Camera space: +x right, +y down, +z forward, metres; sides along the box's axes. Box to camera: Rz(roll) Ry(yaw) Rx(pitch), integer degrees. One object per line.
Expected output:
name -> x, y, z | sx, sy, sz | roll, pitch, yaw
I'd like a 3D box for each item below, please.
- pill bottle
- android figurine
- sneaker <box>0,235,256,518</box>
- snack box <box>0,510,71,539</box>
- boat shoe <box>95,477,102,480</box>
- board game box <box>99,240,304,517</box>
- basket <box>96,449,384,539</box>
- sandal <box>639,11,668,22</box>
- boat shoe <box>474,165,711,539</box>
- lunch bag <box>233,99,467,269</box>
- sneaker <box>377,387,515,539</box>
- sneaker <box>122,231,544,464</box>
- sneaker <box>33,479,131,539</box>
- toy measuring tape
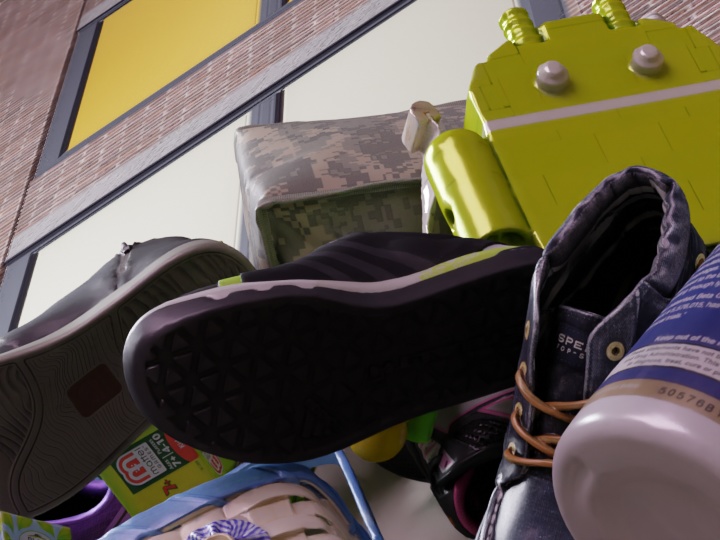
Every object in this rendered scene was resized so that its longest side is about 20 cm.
pill bottle -> 0.166, 0.033, 1.050 | 0.111, 0.111, 0.200 | -13, 29, 53
android figurine -> 0.119, -0.046, 1.263 | 0.182, 0.041, 0.200 | -9, 51, -13
sneaker -> -0.139, 0.053, 1.328 | 0.200, 0.075, 0.106 | -30, 12, -10
snack box -> -0.208, 0.207, 1.287 | 0.200, 0.053, 0.143 | -25, 63, 31
boat shoe -> -0.158, 0.115, 1.535 | 0.200, 0.069, 0.084 | -32, 17, 12
board game box -> -0.071, 0.074, 1.420 | 0.048, 0.102, 0.200 | -30, 18, 17
basket -> -0.058, 0.147, 1.129 | 0.176, 0.139, 0.200 | -32, 24, -6
sandal -> 0.154, -0.068, 1.409 | 0.050, 0.082, 0.203 | -39, 12, 14
boat shoe -> 0.080, 0.059, 1.096 | 0.071, 0.091, 0.200 | 11, 62, 28
lunch bag -> 0.046, -0.017, 1.399 | 0.200, 0.118, 0.164 | -8, 16, -5
sneaker -> 0.053, 0.074, 1.220 | 0.086, 0.080, 0.200 | -47, 19, -27
sneaker -> -0.009, 0.025, 1.139 | 0.200, 0.072, 0.083 | -7, 20, -28
sneaker -> -0.168, 0.144, 1.455 | 0.200, 0.083, 0.081 | -31, 17, 20
toy measuring tape -> 0.000, 0.000, 1.243 | 0.073, 0.074, 0.200 | -27, 41, 28
